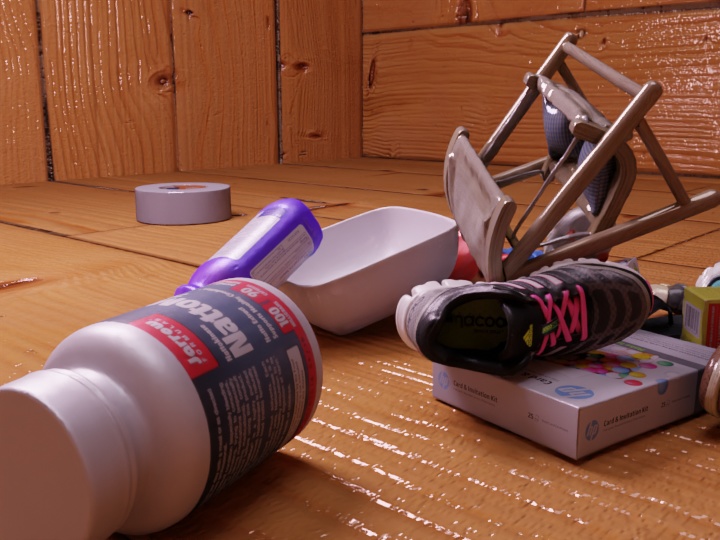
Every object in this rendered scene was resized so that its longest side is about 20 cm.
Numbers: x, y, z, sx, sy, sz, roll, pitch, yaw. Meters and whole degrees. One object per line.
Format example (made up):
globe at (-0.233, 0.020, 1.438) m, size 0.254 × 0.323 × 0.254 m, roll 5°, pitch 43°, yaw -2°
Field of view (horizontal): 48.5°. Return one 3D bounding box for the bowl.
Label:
bowl at (0.000, 0.000, 0.882) m, size 0.197 × 0.076 × 0.199 m, roll -24°, pitch 19°, yaw -19°

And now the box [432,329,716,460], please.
box at (0.179, 0.085, 0.644) m, size 0.197 × 0.042 × 0.155 m, roll -9°, pitch 14°, yaw -33°

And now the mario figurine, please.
mario figurine at (0.149, 0.012, 0.971) m, size 0.198 × 0.108 × 0.123 m, roll 3°, pitch -30°, yaw -45°

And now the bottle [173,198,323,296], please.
bottle at (-0.120, 0.011, 0.767) m, size 0.083 × 0.066 × 0.200 m, roll -15°, pitch 26°, yaw 50°

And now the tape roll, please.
tape roll at (-0.368, -0.142, 1.668) m, size 0.196 × 0.068 × 0.200 m, roll 0°, pitch 13°, yaw 0°

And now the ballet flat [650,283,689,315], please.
ballet flat at (0.410, 0.025, 0.884) m, size 0.196 × 0.058 × 0.066 m, roll 1°, pitch 11°, yaw 7°

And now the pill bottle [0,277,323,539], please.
pill bottle at (-0.117, 0.081, 0.470) m, size 0.117 × 0.122 × 0.199 m, roll 5°, pitch 13°, yaw 25°

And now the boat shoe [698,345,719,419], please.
boat shoe at (0.339, 0.079, 0.597) m, size 0.199 × 0.076 × 0.074 m, roll -7°, pitch 19°, yaw -32°

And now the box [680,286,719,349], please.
box at (0.389, 0.054, 0.708) m, size 0.196 × 0.077 × 0.050 m, roll 1°, pitch 12°, yaw 1°

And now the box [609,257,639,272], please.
box at (0.167, 0.029, 0.789) m, size 0.197 × 0.035 × 0.110 m, roll -12°, pitch 3°, yaw 30°

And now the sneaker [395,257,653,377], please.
sneaker at (0.125, 0.039, 0.594) m, size 0.196 × 0.075 × 0.088 m, roll -5°, pitch 12°, yaw 1°

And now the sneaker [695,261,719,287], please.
sneaker at (0.436, 0.046, 0.799) m, size 0.196 × 0.079 × 0.080 m, roll 3°, pitch 38°, yaw 5°

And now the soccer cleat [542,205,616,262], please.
soccer cleat at (0.225, -0.026, 0.857) m, size 0.068 × 0.079 × 0.201 m, roll 3°, pitch -27°, yaw 5°

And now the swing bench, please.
swing bench at (0.166, -0.080, 0.708) m, size 0.199 × 0.130 × 0.200 m, roll -37°, pitch 24°, yaw 12°

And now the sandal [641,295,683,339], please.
sandal at (0.252, 0.048, 0.796) m, size 0.196 × 0.049 × 0.075 m, roll -1°, pitch 11°, yaw -6°
